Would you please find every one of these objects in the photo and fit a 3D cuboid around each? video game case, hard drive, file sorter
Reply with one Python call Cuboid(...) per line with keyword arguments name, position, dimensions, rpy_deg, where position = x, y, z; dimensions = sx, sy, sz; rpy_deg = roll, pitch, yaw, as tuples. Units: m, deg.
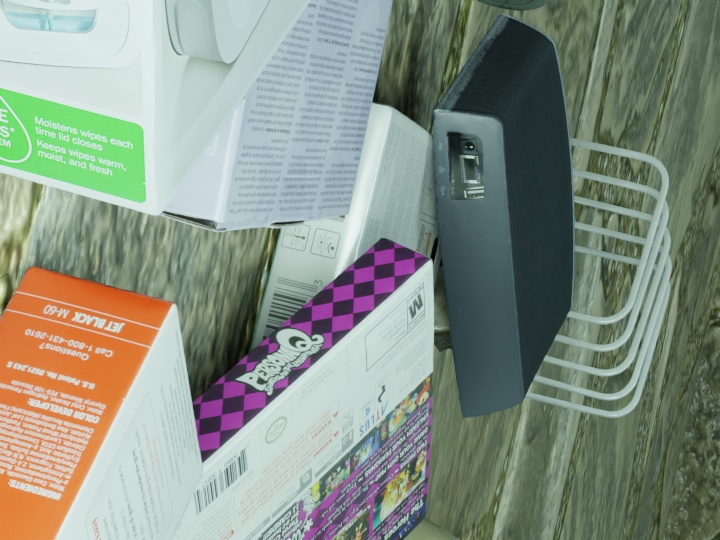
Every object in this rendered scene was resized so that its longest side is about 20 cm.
Cuboid(name="video game case", position=(-0.037, 0.108, 1.064), dimensions=(0.200, 0.036, 0.182), rpy_deg=(-42, 146, -36))
Cuboid(name="hard drive", position=(0.084, -0.029, 1.278), dimensions=(0.135, 0.042, 0.200), rpy_deg=(-56, 146, -51))
Cuboid(name="file sorter", position=(0.149, 0.006, 1.608), dimensions=(0.200, 0.124, 0.139), rpy_deg=(71, 36, -65))

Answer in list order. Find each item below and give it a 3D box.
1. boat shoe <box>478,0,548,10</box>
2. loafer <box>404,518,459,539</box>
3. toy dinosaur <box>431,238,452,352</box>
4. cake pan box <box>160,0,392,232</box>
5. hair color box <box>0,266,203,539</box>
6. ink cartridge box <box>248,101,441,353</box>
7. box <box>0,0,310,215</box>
Cuboid(name="boat shoe", position=(0.088, -0.223, 1.223), dimensions=(0.202, 0.074, 0.065), rpy_deg=(85, 17, -59))
Cuboid(name="loafer", position=(0.033, 0.229, 1.476), dimensions=(0.200, 0.068, 0.076), rpy_deg=(85, 23, -51))
Cuboid(name="toy dinosaur", position=(0.064, -0.015, 1.364), dimensions=(0.102, 0.077, 0.200), rpy_deg=(88, 23, -65))
Cuboid(name="cake pan box", position=(-0.034, -0.112, 0.963), dimensions=(0.200, 0.052, 0.185), rpy_deg=(-14, 114, -74))
Cuboid(name="hair color box", position=(-0.124, 0.112, 0.796), dimensions=(0.111, 0.064, 0.200), rpy_deg=(87, 20, -50))
Cuboid(name="ink cartridge box", position=(0.000, 0.000, 1.200), dimensions=(0.200, 0.050, 0.161), rpy_deg=(20, 83, -78))
Cuboid(name="box", position=(-0.068, -0.153, 0.712), dimensions=(0.200, 0.096, 0.177), rpy_deg=(-60, 160, -46))
